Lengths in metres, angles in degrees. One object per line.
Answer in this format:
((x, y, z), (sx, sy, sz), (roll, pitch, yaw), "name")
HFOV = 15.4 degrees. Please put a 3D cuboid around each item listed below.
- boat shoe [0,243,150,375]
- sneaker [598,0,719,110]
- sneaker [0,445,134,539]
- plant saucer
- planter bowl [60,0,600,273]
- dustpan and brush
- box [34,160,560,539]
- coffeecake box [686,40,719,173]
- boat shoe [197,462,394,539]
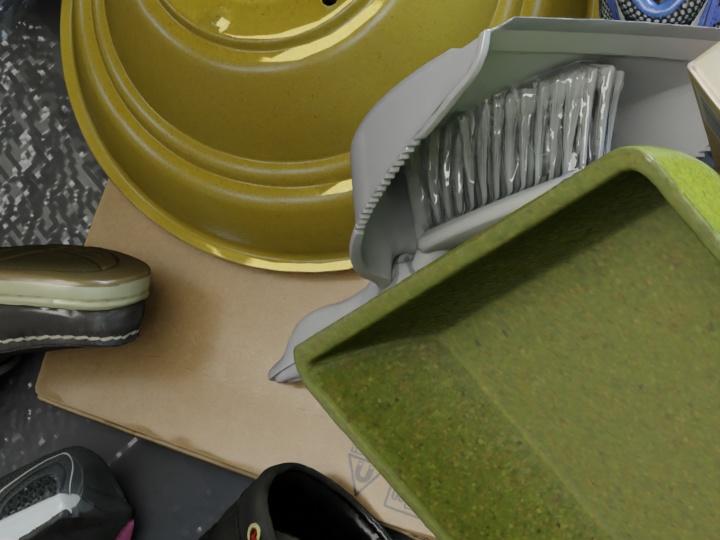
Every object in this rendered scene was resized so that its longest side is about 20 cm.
((-0.159, 0.027, 0.952), (0.200, 0.072, 0.066), (-2, 95, 29), "boat shoe")
((0.123, -0.151, 0.892), (0.075, 0.078, 0.201), (5, 76, 14), "sneaker")
((-0.182, 0.108, 0.947), (0.200, 0.080, 0.087), (-28, 64, 4), "sneaker")
((0.100, 0.059, 0.815), (0.200, 0.200, 0.048), (50, 54, -6), "plant saucer")
((-0.021, -0.106, 0.908), (0.200, 0.083, 0.201), (-4, 75, 13), "planter bowl")
((0.030, -0.016, 0.859), (0.200, 0.139, 0.057), (-26, 72, 44), "dustpan and brush")
((0.000, 0.000, 0.937), (0.199, 0.021, 0.164), (18, 86, 18), "box")
((0.205, -0.077, 0.813), (0.200, 0.154, 0.073), (-37, 73, 2), "coffeecake box")
((0.023, 0.149, 0.874), (0.201, 0.074, 0.063), (45, 120, 17), "boat shoe")
